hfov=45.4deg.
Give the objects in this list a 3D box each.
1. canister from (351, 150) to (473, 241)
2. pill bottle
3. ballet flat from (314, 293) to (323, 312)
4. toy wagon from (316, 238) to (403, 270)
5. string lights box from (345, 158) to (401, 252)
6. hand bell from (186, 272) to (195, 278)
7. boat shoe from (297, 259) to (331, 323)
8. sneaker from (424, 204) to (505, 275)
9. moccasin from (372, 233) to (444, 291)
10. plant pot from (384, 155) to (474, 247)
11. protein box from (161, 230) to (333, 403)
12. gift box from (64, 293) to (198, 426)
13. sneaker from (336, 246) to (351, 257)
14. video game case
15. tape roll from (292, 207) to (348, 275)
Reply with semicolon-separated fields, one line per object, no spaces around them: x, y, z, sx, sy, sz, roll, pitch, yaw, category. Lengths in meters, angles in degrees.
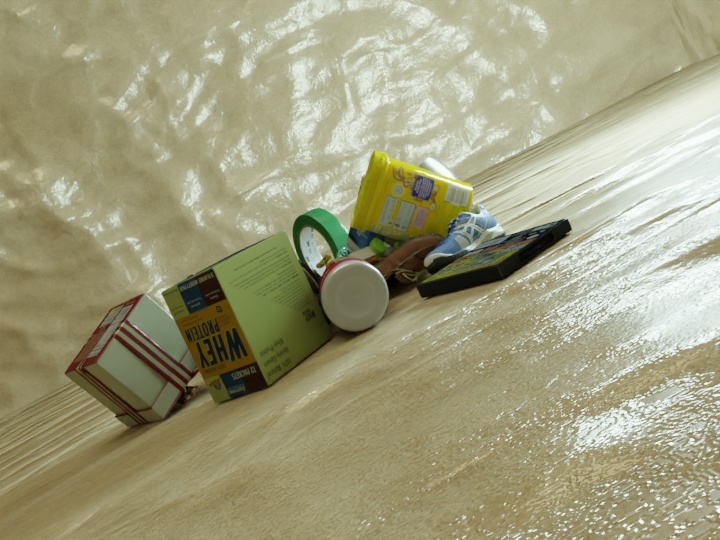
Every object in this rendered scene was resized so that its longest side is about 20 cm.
0.096;-0.122;1.613;0.197;0.151;0.087;17;20;-7;canister
-0.016;0.035;1.468;0.111;0.114;0.200;-26;5;-2;pill bottle
-0.133;0.110;1.573;0.199;0.071;0.070;-37;-3;42;ballet flat
0.000;0.000;1.646;0.198;0.040;0.155;2;-38;-46;toy wagon
0.039;-0.120;1.759;0.102;0.059;0.202;-29;-29;-34;string lights box
-0.279;0.100;1.629;0.103;0.203;0.104;-26;6;3;hand bell
-0.098;0.030;1.572;0.070;0.069;0.201;-8;-30;13;boat shoe
0.174;-0.053;1.530;0.199;0.078;0.075;-29;-5;-42;sneaker
0.075;0.001;1.579;0.199;0.079;0.074;-30;-26;9;moccasin
0.155;-0.110;1.748;0.202;0.133;0.201;-55;-14;-20;plant pot
-0.183;0.074;1.424;0.134;0.203;0.198;-21;8;36;protein box
-0.389;0.162;1.574;0.183;0.187;0.201;-14;37;53;gift box
0.017;-0.006;1.884;0.198;0.092;0.078;-6;36;-40;sneaker
0.211;-0.018;1.371;0.179;0.026;0.199;-30;8;-34;video game case
-0.086;-0.048;2.071;0.048;0.203;0.199;-27;6;-31;tape roll
